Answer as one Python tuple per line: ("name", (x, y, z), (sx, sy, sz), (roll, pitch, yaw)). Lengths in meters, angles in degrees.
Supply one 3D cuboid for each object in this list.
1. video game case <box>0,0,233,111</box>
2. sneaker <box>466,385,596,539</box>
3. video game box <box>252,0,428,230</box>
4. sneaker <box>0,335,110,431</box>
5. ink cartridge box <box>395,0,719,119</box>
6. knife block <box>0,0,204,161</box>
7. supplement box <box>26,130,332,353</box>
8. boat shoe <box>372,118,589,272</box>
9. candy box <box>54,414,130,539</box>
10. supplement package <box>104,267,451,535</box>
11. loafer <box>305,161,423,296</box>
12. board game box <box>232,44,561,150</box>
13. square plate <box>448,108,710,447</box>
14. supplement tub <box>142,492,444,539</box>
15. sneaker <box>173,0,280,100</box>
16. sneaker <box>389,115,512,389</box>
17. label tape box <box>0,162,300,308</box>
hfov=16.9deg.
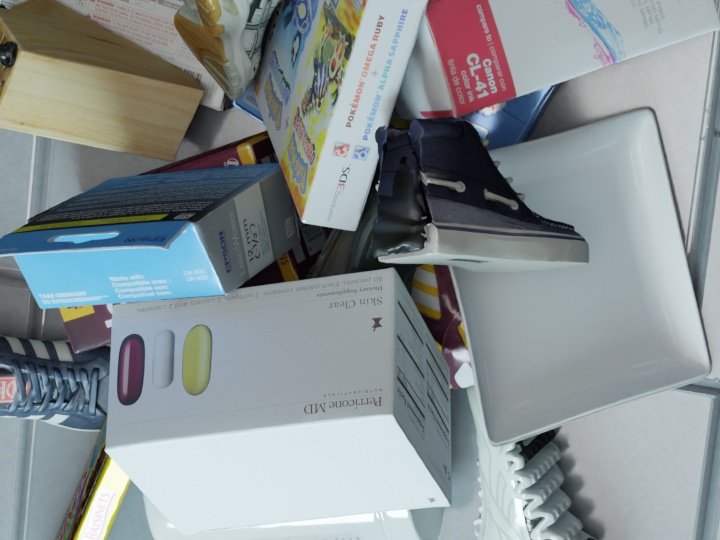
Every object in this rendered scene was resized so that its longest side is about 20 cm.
("video game case", (-0.166, -0.234, 1.799), (0.199, 0.036, 0.182), (18, 102, 11))
("sneaker", (0.113, 0.169, 1.770), (0.081, 0.075, 0.201), (-21, 89, 30))
("video game box", (-0.017, -0.154, 1.637), (0.047, 0.200, 0.183), (6, 118, -17))
("sneaker", (-0.254, 0.087, 1.843), (0.199, 0.085, 0.075), (7, 99, 13))
("ink cartridge box", (0.122, -0.169, 1.637), (0.199, 0.148, 0.086), (-17, 96, -12))
("knife block", (-0.232, -0.134, 1.723), (0.200, 0.176, 0.064), (30, 113, 7))
("supplement box", (-0.130, -0.023, 1.778), (0.199, 0.086, 0.111), (-17, 96, 25))
("boat shoe", (0.083, -0.049, 1.595), (0.074, 0.200, 0.093), (-7, 82, 37))
("candy box", (-0.204, 0.184, 1.816), (0.026, 0.102, 0.200), (20, 116, -9))
("supplement package", (-0.052, 0.092, 1.636), (0.199, 0.156, 0.111), (-8, 61, 14))
("loafer", (0.000, 0.000, 1.691), (0.200, 0.072, 0.063), (-61, 36, 42))
("board game box", (0.028, -0.133, 1.762), (0.200, 0.037, 0.152), (33, 106, 9))
("square plate", (0.144, 0.003, 1.703), (0.198, 0.028, 0.201), (-16, 95, -27))
("supplement tub", (-0.048, 0.148, 1.774), (0.199, 0.132, 0.132), (-5, 97, 15))
("sneaker", (-0.079, -0.187, 1.682), (0.088, 0.200, 0.076), (-39, 78, -12))
("sneaker", (0.042, -0.009, 1.726), (0.090, 0.075, 0.201), (-23, 93, 24))
("label tape box", (-0.145, -0.015, 1.627), (0.143, 0.200, 0.066), (-4, 106, 22))
